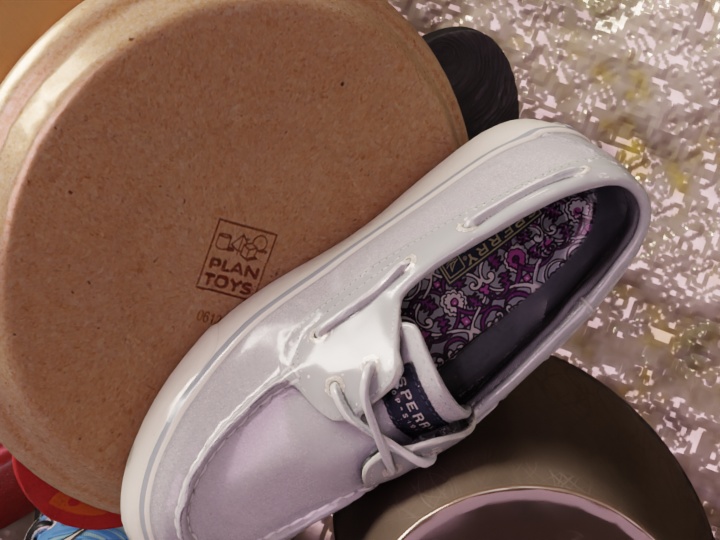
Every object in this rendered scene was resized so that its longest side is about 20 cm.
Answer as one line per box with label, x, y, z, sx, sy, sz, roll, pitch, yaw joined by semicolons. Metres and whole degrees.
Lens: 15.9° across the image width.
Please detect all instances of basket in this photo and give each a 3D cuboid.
basket;0.058;0.117;0.876;0.136;0.200;0.181;-32;91;5

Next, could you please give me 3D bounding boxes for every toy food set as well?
toy food set;-0.052;-0.008;0.847;0.199;0.049;0.199;-3;107;-29

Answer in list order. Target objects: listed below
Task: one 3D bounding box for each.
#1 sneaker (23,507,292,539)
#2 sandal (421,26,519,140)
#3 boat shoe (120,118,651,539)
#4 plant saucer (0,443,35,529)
sneaker;-0.109;0.122;0.920;0.090;0.199;0.078;58;138;27
sandal;0.000;0.001;0.927;0.075;0.048;0.201;41;79;-28
boat shoe;0.010;0.027;0.818;0.201;0.071;0.070;-42;115;-9
plant saucer;-0.128;-0.020;0.964;0.199;0.037;0.200;-29;91;4
